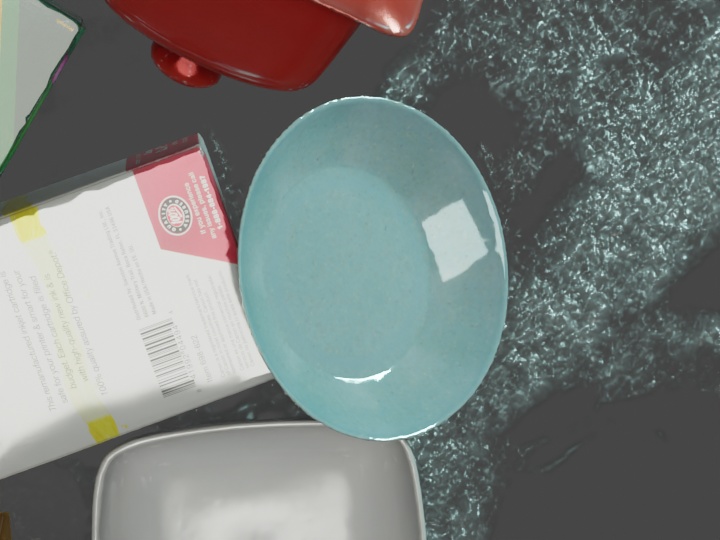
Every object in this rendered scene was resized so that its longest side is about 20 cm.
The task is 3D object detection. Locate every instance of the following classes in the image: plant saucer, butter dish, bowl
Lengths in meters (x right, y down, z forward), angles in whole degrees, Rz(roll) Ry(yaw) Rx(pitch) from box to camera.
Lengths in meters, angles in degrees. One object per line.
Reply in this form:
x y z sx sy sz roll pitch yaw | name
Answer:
0.000 0.000 1.499 0.200 0.039 0.203 5 82 -38 | plant saucer
-0.073 -0.169 1.443 0.198 0.200 0.148 27 120 -9 | butter dish
-0.061 0.182 1.537 0.198 0.075 0.202 -4 99 -5 | bowl

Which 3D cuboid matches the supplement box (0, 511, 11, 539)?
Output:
-0.296 0.263 1.501 0.195 0.133 0.202 -5 100 -4 | supplement box

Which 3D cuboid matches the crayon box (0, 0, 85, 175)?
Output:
-0.263 -0.134 1.382 0.199 0.058 0.119 30 95 -10 | crayon box

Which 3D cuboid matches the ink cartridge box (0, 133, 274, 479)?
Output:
-0.163 0.022 1.497 0.199 0.083 0.146 -19 101 -2 | ink cartridge box
